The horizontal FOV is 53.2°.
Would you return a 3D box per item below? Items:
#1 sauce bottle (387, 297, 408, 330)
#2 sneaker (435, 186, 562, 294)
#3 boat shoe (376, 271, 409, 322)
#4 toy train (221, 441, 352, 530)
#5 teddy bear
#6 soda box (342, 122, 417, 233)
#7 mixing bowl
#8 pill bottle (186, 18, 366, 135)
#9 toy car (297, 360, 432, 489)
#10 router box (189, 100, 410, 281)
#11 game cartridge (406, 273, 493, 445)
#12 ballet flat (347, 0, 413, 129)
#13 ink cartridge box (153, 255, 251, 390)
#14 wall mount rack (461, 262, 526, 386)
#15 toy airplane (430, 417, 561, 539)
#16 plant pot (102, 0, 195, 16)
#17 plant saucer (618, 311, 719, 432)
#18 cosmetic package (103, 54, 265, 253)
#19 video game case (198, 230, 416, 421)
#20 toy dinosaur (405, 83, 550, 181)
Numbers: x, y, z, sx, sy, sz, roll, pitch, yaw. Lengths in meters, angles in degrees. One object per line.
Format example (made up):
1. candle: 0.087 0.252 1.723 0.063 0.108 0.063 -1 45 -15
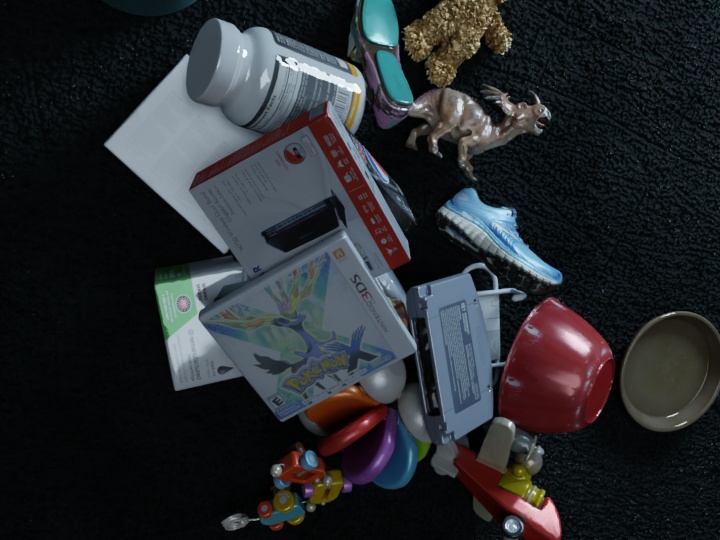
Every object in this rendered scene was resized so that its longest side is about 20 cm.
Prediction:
1. sauce bottle: -0.040 0.074 0.905 0.197 0.066 0.067 -6 102 -14
2. sneaker: 0.205 -0.047 1.006 0.199 0.078 0.090 38 75 5
3. boat shoe: 0.000 0.000 0.995 0.066 0.074 0.201 -33 98 9
4. toy train: -0.100 0.290 0.979 0.149 0.056 0.200 20 130 -38
5. teddy bear: 0.144 -0.342 0.960 0.199 0.067 0.146 -33 109 -6
6. soda box: -0.005 -0.108 0.909 0.070 0.064 0.200 -30 144 15
7. mixing bowl: 0.290 0.151 1.018 0.199 0.108 0.203 -27 126 -44
8. pill bottle: -0.100 -0.222 0.866 0.198 0.116 0.118 12 98 -36
9. toy car: 0.008 0.210 0.959 0.200 0.151 0.175 44 123 -15
10. router box: -0.064 -0.061 0.823 0.178 0.049 0.201 -26 118 13
11. game cartridge: 0.123 0.110 0.943 0.133 0.041 0.203 -13 95 -53
12. ballet flat: 0.019 -0.272 0.928 0.068 0.071 0.202 3 65 -34
13. ink cartridge box: -0.159 0.057 0.947 0.197 0.084 0.148 -11 104 -13
14. wall mount rack: 0.156 0.096 1.042 0.171 0.075 0.203 -6 101 -11
15. toy airplane: 0.200 0.295 1.048 0.140 0.200 0.201 -29 95 -24
16. plant pot: -0.245 -0.402 0.799 0.198 0.161 0.204 -3 101 -14
17. plant saucer: 0.502 0.163 1.168 0.197 0.029 0.203 -3 100 -13
18. cosmetic package: -0.198 -0.146 0.917 0.151 0.052 0.200 -46 108 -1
19. video game case: -0.059 0.073 0.852 0.198 0.022 0.183 -28 117 10
20. toy dinosaur: 0.141 -0.209 0.978 0.198 0.086 0.137 23 94 -12
